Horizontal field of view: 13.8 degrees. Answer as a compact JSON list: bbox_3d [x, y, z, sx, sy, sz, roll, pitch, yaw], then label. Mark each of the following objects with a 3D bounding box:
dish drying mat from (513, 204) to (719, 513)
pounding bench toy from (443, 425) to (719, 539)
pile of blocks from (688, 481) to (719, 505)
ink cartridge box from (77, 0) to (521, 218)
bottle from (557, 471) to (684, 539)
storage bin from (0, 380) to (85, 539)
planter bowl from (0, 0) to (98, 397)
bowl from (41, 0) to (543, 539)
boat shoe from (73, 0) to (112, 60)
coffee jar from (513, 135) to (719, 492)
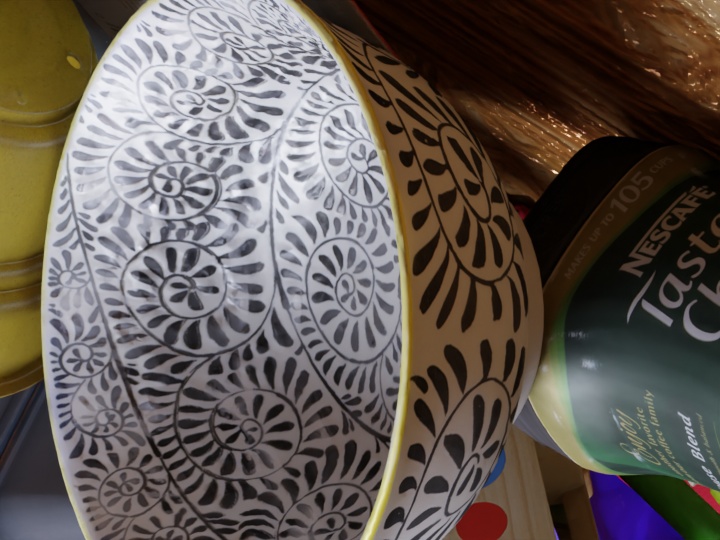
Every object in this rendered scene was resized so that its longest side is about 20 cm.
[{"bbox_3d":[0.099,0.042,1.148,0.077,0.018,0.200,-18,131,44],"label":"dish drying mat"},{"bbox_3d":[0.063,0.093,1.099,0.200,0.156,0.124,-13,139,3],"label":"pounding bench toy"},{"bbox_3d":[0.179,0.082,1.019,0.200,0.082,0.062,29,166,10],"label":"pile of blocks"},{"bbox_3d":[-0.038,-0.097,0.955,0.173,0.044,0.200,20,162,38],"label":"ink cartridge box"},{"bbox_3d":[0.062,0.085,1.290,0.200,0.065,0.084,8,120,60],"label":"bottle"},{"bbox_3d":[-0.058,0.065,1.265,0.146,0.200,0.134,40,155,-28],"label":"storage bin"},{"bbox_3d":[-0.146,-0.062,0.968,0.200,0.201,0.083,36,125,-17],"label":"planter bowl"},{"bbox_3d":[-0.008,0.013,0.893,0.094,0.201,0.201,0,-173,-36],"label":"bowl"},{"bbox_3d":[-0.145,-0.108,1.089,0.200,0.073,0.062,46,165,-27],"label":"boat shoe"},{"bbox_3d":[0.128,0.025,0.890,0.200,0.104,0.085,17,153,43],"label":"coffee jar"}]
